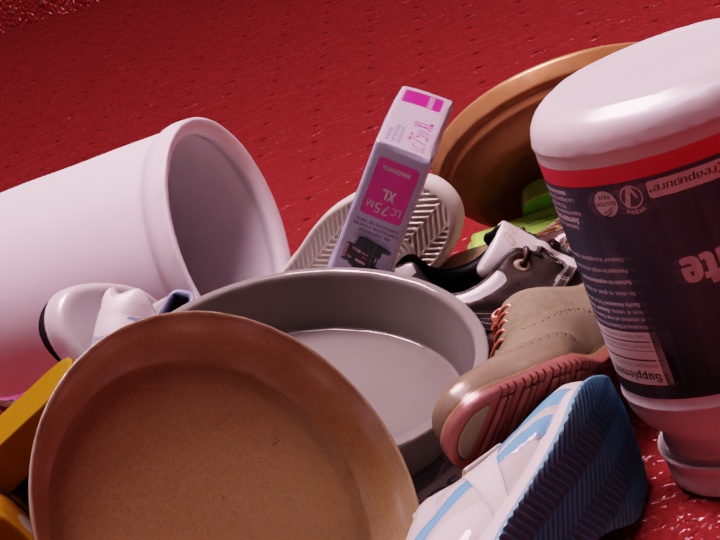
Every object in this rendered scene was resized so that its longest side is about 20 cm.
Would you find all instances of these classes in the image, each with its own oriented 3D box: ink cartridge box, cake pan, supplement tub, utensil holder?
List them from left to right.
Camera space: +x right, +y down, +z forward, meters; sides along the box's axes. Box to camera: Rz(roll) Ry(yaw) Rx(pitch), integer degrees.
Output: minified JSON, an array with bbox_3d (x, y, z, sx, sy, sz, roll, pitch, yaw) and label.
[{"bbox_3d":[-0.173,0.004,1.624,0.200,0.170,0.170,-18,15,23],"label":"utensil holder"},{"bbox_3d":[-0.030,0.063,1.238,0.200,0.037,0.200,-6,30,4],"label":"cake pan"},{"bbox_3d":[0.000,0.000,1.378,0.042,0.200,0.119,19,21,2],"label":"ink cartridge box"},{"bbox_3d":[0.175,-0.008,1.111,0.140,0.200,0.140,-20,15,6],"label":"supplement tub"}]

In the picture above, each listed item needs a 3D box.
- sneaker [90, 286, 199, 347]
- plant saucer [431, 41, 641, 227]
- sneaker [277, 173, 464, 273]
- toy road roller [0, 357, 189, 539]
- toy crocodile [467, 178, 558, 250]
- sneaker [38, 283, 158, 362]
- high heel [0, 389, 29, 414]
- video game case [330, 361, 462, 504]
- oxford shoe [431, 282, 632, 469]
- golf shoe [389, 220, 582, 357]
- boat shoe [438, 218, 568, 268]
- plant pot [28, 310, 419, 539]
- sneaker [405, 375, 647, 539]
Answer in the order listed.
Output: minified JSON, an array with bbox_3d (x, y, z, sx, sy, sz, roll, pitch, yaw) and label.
[{"bbox_3d":[-0.085,0.058,1.361,0.074,0.087,0.200,1,-8,32],"label":"sneaker"},{"bbox_3d":[0.147,-0.077,1.517,0.200,0.037,0.200,-13,-27,-7],"label":"plant saucer"},{"bbox_3d":[-0.003,-0.004,1.503,0.200,0.075,0.085,-37,0,30],"label":"sneaker"},{"bbox_3d":[-0.151,0.153,1.078,0.200,0.123,0.146,-43,15,7],"label":"toy road roller"},{"bbox_3d":[0.161,-0.031,1.485,0.200,0.062,0.068,-23,50,16],"label":"toy crocodile"},{"bbox_3d":[-0.149,0.066,1.440,0.112,0.073,0.200,-19,-25,34],"label":"sneaker"},{"bbox_3d":[-0.211,0.100,1.353,0.096,0.067,0.200,-11,7,-7],"label":"high heel"},{"bbox_3d":[-0.035,0.110,1.217,0.200,0.023,0.182,18,38,39],"label":"video game case"},{"bbox_3d":[0.087,0.051,1.196,0.075,0.070,0.200,37,28,24],"label":"oxford shoe"},{"bbox_3d":[0.112,0.015,1.308,0.200,0.095,0.078,-12,14,1],"label":"golf shoe"},{"bbox_3d":[0.123,0.004,1.404,0.200,0.072,0.072,-19,22,26],"label":"boat shoe"},{"bbox_3d":[-0.062,0.115,1.059,0.200,0.200,0.027,-34,-3,-39],"label":"plant pot"},{"bbox_3d":[0.073,0.110,1.090,0.081,0.077,0.200,-16,13,33],"label":"sneaker"}]
